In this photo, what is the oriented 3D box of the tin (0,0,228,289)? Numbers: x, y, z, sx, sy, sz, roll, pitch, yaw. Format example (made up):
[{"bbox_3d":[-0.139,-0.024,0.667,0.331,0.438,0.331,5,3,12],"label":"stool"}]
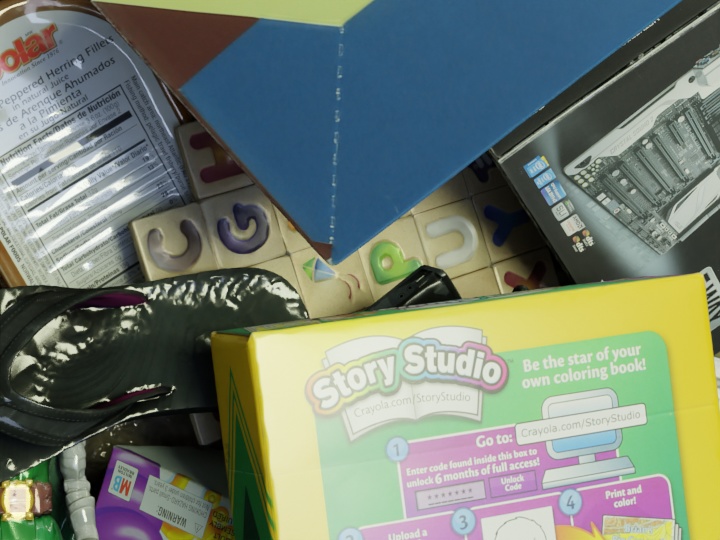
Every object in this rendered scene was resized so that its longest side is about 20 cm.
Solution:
[{"bbox_3d":[-0.115,-0.030,0.825,0.112,0.042,0.201,-34,111,-18],"label":"tin"}]

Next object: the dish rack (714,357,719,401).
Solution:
[{"bbox_3d":[0.168,0.147,0.976,0.171,0.044,0.201,18,94,-25],"label":"dish rack"}]

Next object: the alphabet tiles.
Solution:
[{"bbox_3d":[0.000,0.000,0.841,0.199,0.006,0.167,-18,91,-28],"label":"alphabet tiles"}]

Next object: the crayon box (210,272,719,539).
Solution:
[{"bbox_3d":[0.050,0.098,0.755,0.199,0.058,0.174,-7,89,-21],"label":"crayon box"}]

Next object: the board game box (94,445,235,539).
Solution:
[{"bbox_3d":[-0.071,0.189,0.829,0.103,0.104,0.201,10,98,-61],"label":"board game box"}]

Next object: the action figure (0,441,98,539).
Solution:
[{"bbox_3d":[-0.141,0.118,0.760,0.117,0.055,0.201,0,78,-25],"label":"action figure"}]

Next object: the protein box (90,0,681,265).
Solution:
[{"bbox_3d":[0.035,-0.143,0.724,0.198,0.200,0.135,-37,104,24],"label":"protein box"}]

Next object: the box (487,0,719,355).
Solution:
[{"bbox_3d":[0.153,-0.049,0.853,0.157,0.050,0.200,-34,136,3],"label":"box"}]

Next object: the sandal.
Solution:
[{"bbox_3d":[-0.107,0.033,0.747,0.199,0.048,0.076,-14,80,-27],"label":"sandal"}]

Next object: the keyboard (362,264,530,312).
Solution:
[{"bbox_3d":[0.054,0.079,0.842,0.104,0.040,0.201,-35,122,-5],"label":"keyboard"}]
